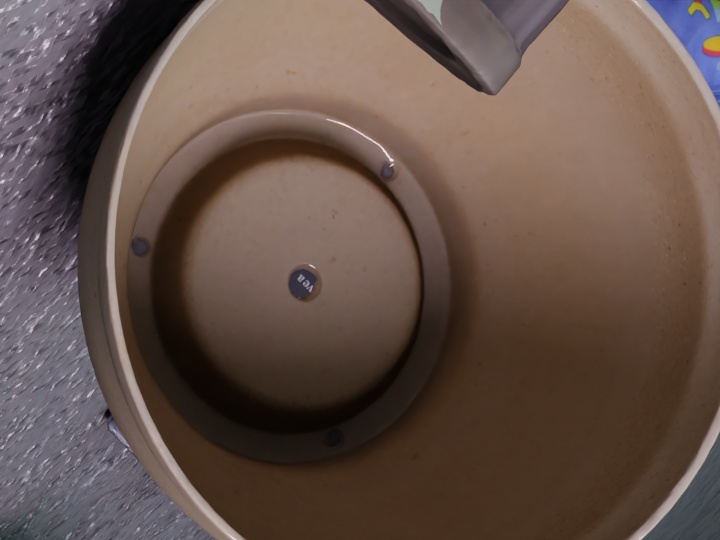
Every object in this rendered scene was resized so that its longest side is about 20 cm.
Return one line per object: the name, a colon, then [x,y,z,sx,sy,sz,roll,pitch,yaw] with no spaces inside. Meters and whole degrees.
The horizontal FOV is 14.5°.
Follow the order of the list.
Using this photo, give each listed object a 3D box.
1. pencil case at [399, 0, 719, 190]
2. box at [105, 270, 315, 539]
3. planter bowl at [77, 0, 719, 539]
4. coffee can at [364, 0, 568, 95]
pencil case: [0.092,-0.076,0.997,0.199,0.087,0.078,-11,145,-47]
box: [0.019,0.034,1.108,0.200,0.107,0.148,-46,166,-1]
planter bowl: [0.000,0.000,0.856,0.200,0.201,0.135,-42,-168,-18]
coffee can: [0.040,-0.159,0.584,0.200,0.146,0.146,-48,166,2]
